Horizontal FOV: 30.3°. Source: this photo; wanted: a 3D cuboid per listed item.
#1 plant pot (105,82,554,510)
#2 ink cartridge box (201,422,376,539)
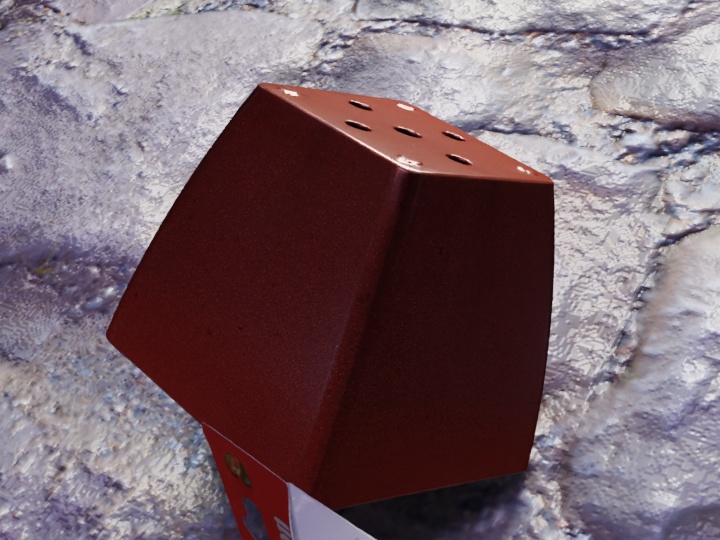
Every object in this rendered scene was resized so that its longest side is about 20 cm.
[{"bbox_3d":[0.000,0.000,0.777,0.198,0.178,0.199,-1,26,-46],"label":"plant pot"},{"bbox_3d":[-0.012,0.186,0.672,0.198,0.164,0.057,23,51,34],"label":"ink cartridge box"}]
